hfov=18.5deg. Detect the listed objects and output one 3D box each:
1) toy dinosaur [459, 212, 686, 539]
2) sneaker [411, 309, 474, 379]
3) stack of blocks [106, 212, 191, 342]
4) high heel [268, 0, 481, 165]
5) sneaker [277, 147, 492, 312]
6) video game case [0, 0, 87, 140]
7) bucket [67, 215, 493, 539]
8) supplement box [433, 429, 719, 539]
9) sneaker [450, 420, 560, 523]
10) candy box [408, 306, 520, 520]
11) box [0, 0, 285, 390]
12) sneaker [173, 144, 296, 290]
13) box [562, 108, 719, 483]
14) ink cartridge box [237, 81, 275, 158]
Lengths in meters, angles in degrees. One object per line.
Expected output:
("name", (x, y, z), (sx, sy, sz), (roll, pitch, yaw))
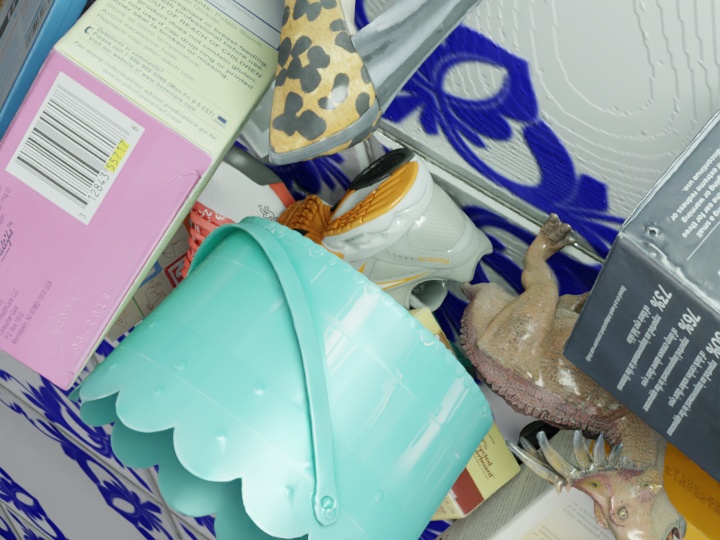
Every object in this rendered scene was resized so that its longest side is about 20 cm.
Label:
("toy dinosaur", (0.106, 0.058, 1.186), (0.199, 0.136, 0.086), (32, 157, 30))
("sneaker", (0.014, 0.072, 1.472), (0.121, 0.083, 0.200), (53, 159, 2))
("stack of blocks", (-0.172, -0.059, 1.491), (0.059, 0.115, 0.201), (43, 164, 40))
("high heel", (-0.050, -0.131, 1.100), (0.199, 0.143, 0.072), (28, 155, 36))
("sneaker", (0.000, 0.000, 1.335), (0.092, 0.076, 0.199), (40, 150, -18))
("video game case", (-0.197, -0.147, 1.250), (0.018, 0.144, 0.201), (18, -151, -24))
("bucket", (-0.039, 0.078, 1.165), (0.207, 0.135, 0.207), (36, 165, 11))
("supplement box", (0.132, 0.172, 1.298), (0.126, 0.074, 0.200), (39, 127, -9))
("sneaker", (0.113, 0.127, 1.398), (0.199, 0.076, 0.115), (6, 136, 54))
("candy box", (0.003, 0.095, 1.363), (0.200, 0.055, 0.116), (-16, 105, 59))
("box", (-0.122, -0.071, 1.168), (0.096, 0.200, 0.176), (34, 125, -3))
("sneaker", (-0.090, -0.001, 1.445), (0.067, 0.108, 0.202), (30, 163, 21))
("box", (0.207, 0.039, 1.004), (0.200, 0.104, 0.148), (39, 159, 10))
("ink cartridge box", (-0.113, -0.153, 1.347), (0.163, 0.057, 0.200), (50, 179, -16))
